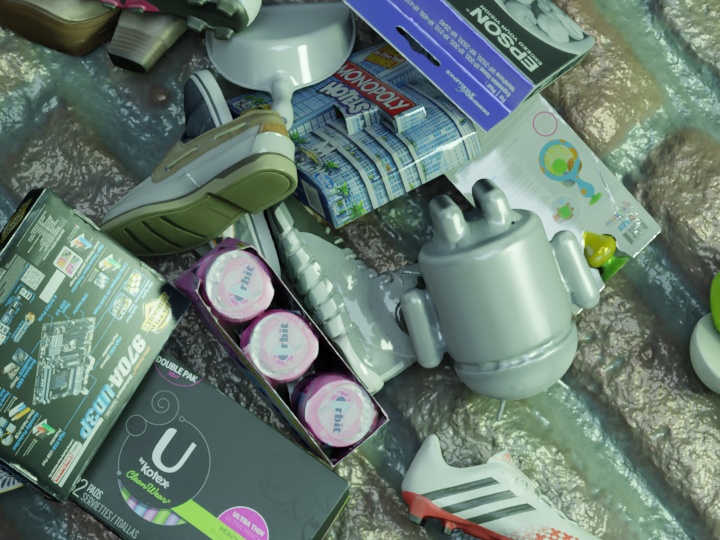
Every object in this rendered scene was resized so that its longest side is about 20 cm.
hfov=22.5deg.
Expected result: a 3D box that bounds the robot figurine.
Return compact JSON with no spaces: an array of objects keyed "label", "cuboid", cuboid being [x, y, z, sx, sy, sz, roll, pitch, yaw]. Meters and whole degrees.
[{"label":"robot figurine","cuboid":[0.120,0.025,1.550,0.168,0.113,0.202,-19,105,2]}]

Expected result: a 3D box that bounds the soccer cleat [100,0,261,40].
[{"label":"soccer cleat","cuboid":[-0.179,-0.269,1.592,0.198,0.070,0.087,21,55,0]}]

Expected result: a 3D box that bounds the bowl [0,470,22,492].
[{"label":"bowl","cuboid":[-0.334,0.083,1.543,0.198,0.094,0.203,1,118,1]}]

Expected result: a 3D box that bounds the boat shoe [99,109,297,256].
[{"label":"boat shoe","cuboid":[-0.138,-0.072,1.526,0.198,0.075,0.069,-21,57,25]}]

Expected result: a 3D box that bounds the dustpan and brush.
[{"label":"dustpan and brush","cuboid":[-0.071,-0.179,1.591,0.138,0.200,0.058,-4,114,0]}]

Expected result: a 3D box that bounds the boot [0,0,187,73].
[{"label":"boot","cuboid":[-0.235,-0.269,1.651,0.198,0.070,0.147,21,73,2]}]

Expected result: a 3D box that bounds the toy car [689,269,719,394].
[{"label":"toy car","cuboid":[0.397,0.051,1.557,0.200,0.175,0.150,40,46,7]}]

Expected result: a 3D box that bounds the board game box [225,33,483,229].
[{"label":"board game box","cuboid":[0.011,-0.136,1.579,0.199,0.200,0.062,-29,122,-16]}]

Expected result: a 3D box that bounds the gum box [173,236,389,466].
[{"label":"gum box","cuboid":[-0.072,0.062,1.525,0.066,0.113,0.201,-40,102,-9]}]

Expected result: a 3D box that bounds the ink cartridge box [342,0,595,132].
[{"label":"ink cartridge box","cuboid":[0.090,-0.227,1.590,0.198,0.043,0.200,43,37,7]}]

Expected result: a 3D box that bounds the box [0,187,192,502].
[{"label":"box","cuboid":[-0.252,0.059,1.450,0.159,0.046,0.201,38,72,-23]}]

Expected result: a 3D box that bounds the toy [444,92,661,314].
[{"label":"toy","cuboid":[0.161,-0.069,1.620,0.115,0.047,0.200,-43,86,-11]}]

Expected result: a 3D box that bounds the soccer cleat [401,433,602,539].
[{"label":"soccer cleat","cuboid":[0.133,0.203,1.557,0.198,0.069,0.086,17,83,7]}]

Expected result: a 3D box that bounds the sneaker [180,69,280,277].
[{"label":"sneaker","cuboid":[-0.136,-0.076,1.601,0.079,0.078,0.202,-17,81,-10]}]

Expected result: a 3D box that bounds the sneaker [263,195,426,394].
[{"label":"sneaker","cuboid":[0.000,0.000,1.598,0.115,0.075,0.201,-28,90,-11]}]

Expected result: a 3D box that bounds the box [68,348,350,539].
[{"label":"box","cuboid":[-0.127,0.188,1.527,0.199,0.124,0.149,34,81,7]}]
